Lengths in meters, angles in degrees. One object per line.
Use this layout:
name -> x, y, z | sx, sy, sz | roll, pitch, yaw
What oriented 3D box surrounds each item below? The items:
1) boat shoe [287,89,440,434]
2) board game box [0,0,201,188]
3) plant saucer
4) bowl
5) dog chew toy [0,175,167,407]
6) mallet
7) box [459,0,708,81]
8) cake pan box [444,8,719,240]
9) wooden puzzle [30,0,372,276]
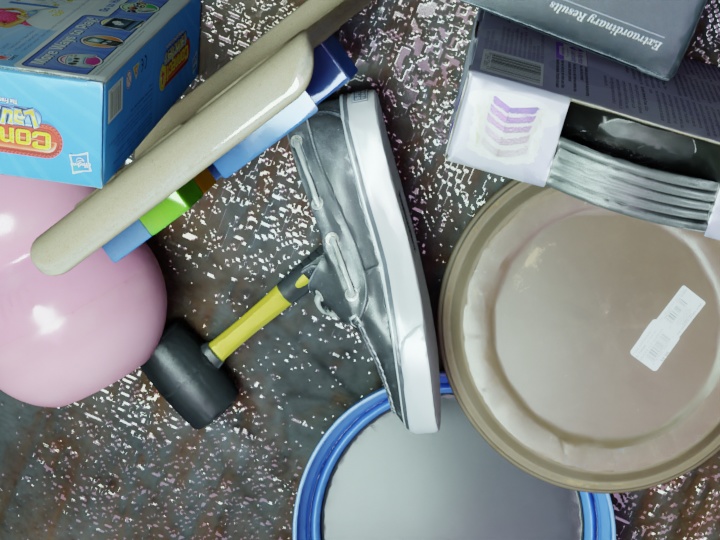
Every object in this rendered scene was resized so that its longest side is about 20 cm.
boat shoe -> 0.000, 0.000, 0.896 | 0.067, 0.072, 0.202 | -13, 96, 7
board game box -> -0.203, -0.116, 0.837 | 0.194, 0.200, 0.056 | 8, 114, 6
plant saucer -> 0.143, 0.030, 0.899 | 0.198, 0.029, 0.202 | 0, 91, 6
bowl -> 0.057, 0.162, 0.961 | 0.198, 0.039, 0.203 | 0, 91, 2
dog chew toy -> -0.199, -0.022, 0.920 | 0.124, 0.125, 0.201 | -23, 99, 17
mallet -> -0.059, 0.012, 0.957 | 0.066, 0.041, 0.200 | 41, 107, -6
box -> 0.128, -0.224, 0.793 | 0.147, 0.107, 0.201 | 21, 112, 0
cake pan box -> 0.140, -0.078, 0.799 | 0.182, 0.200, 0.053 | 14, 111, 0
wooden puzzle -> -0.072, -0.075, 0.832 | 0.185, 0.200, 0.046 | -35, 103, 20
